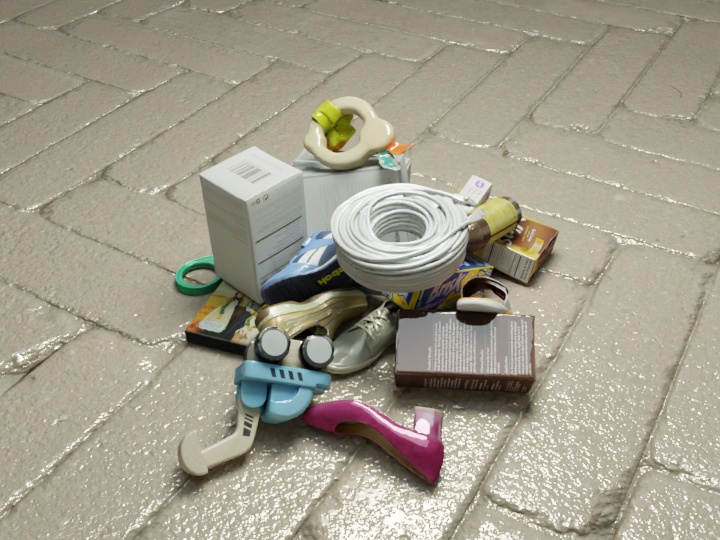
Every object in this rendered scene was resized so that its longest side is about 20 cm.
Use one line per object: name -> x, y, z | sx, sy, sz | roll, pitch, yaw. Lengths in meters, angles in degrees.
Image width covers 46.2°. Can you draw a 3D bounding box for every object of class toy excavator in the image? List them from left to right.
toy excavator -> -0.138, 0.182, 1.143 | 0.194, 0.100, 0.201 | 10, 70, -17

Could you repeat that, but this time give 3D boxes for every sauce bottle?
sauce bottle -> 0.187, -0.067, 1.359 | 0.065, 0.065, 0.200 | 26, 33, 30

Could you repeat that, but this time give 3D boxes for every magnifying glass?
magnifying glass -> -0.237, -0.018, 1.472 | 0.079, 0.022, 0.200 | 27, 44, 31

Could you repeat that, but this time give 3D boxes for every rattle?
rattle -> 0.015, -0.199, 1.407 | 0.200, 0.143, 0.130 | 16, 63, 21

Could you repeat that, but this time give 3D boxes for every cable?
cable -> 0.058, -0.052, 1.236 | 0.200, 0.069, 0.200 | 24, 49, 27

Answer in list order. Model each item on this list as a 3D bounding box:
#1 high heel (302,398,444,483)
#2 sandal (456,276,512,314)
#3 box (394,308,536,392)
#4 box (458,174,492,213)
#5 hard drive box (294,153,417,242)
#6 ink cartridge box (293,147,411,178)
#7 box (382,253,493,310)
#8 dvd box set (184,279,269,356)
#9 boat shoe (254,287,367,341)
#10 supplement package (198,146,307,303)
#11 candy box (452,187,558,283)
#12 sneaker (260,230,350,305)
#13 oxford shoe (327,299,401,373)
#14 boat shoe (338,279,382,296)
high heel -> 0.013, 0.230, 1.129 | 0.199, 0.067, 0.096 | 4, 60, 10
sandal -> 0.189, 0.038, 1.274 | 0.079, 0.059, 0.207 | 3, -6, 13
box -> 0.150, 0.118, 1.225 | 0.199, 0.075, 0.100 | 4, 66, 2
box -> 0.154, -0.076, 1.413 | 0.041, 0.039, 0.200 | 30, 64, 19
hard drive box -> -0.016, -0.103, 1.433 | 0.199, 0.156, 0.077 | -4, 22, 14
ink cartridge box -> -0.016, -0.133, 1.512 | 0.199, 0.148, 0.086 | 7, 27, 8
box -> 0.125, 0.016, 1.323 | 0.064, 0.070, 0.200 | 32, 23, 33
dvd box set -> -0.171, 0.059, 1.363 | 0.146, 0.029, 0.200 | 12, 40, 16
boat shoe -> -0.064, 0.083, 1.301 | 0.200, 0.072, 0.076 | -15, 60, -34
supplement package -> -0.164, -0.072, 1.340 | 0.117, 0.200, 0.117 | 30, 48, 33
candy box -> 0.231, -0.065, 1.478 | 0.200, 0.057, 0.117 | 27, 41, 18
sneaker -> -0.069, -0.009, 1.331 | 0.200, 0.074, 0.082 | -28, 45, -4
oxford shoe -> 0.019, 0.093, 1.296 | 0.200, 0.058, 0.075 | -28, 47, -29
boat shoe -> 0.000, 0.000, 1.385 | 0.200, 0.069, 0.057 | 10, 46, 35
